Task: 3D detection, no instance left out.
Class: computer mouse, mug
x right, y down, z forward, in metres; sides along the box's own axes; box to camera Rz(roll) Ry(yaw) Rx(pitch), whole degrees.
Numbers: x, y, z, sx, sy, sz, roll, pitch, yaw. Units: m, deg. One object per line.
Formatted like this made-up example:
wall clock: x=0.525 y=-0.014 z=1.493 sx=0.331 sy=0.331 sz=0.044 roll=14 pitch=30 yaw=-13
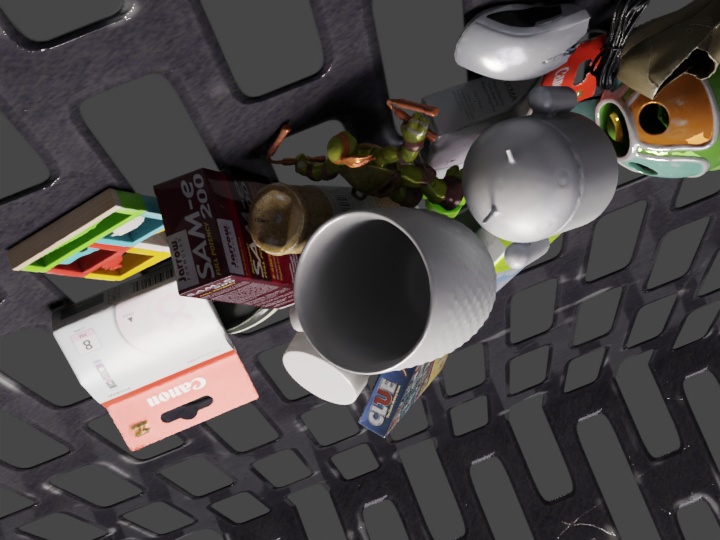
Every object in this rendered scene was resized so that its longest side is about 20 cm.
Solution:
computer mouse: x=0.171 y=-0.198 z=1.505 sx=0.200 sy=0.044 sz=0.110 roll=-11 pitch=143 yaw=-33
mug: x=0.025 y=0.021 z=1.577 sx=0.200 sy=0.148 sz=0.175 roll=-19 pitch=174 yaw=31

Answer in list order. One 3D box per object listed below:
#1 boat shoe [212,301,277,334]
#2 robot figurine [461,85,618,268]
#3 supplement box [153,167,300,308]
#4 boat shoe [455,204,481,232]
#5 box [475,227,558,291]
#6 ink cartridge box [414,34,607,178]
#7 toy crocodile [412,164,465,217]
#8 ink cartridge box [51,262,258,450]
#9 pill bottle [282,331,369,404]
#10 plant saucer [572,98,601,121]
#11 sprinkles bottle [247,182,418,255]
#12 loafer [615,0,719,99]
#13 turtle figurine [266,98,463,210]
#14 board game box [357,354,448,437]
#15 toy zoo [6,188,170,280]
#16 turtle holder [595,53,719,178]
boat shoe: x=-0.102 y=0.000 z=1.799 sx=0.200 sy=0.072 sz=0.068 roll=-39 pitch=164 yaw=28
robot figurine: x=0.165 y=-0.087 z=1.562 sx=0.113 sy=0.170 sz=0.200 roll=11 pitch=-167 yaw=27
supplement box: x=-0.111 y=-0.028 z=1.613 sx=0.061 sy=0.109 sz=0.200 roll=-20 pitch=168 yaw=23
boat shoe: x=0.129 y=-0.059 z=1.983 sx=0.200 sy=0.073 sz=0.062 roll=-22 pitch=-150 yaw=-25
box: x=0.151 y=-0.014 z=1.913 sx=0.200 sy=0.048 sz=0.122 roll=-45 pitch=164 yaw=24
ink cartridge box: x=0.152 y=-0.151 z=1.653 sx=0.199 sy=0.057 sz=0.163 roll=-16 pitch=164 yaw=-6
toy crocodile: x=0.130 y=-0.092 z=1.779 sx=0.199 sy=0.062 sz=0.068 roll=5 pitch=145 yaw=-11
ink cartridge box: x=-0.214 y=0.100 z=1.809 sx=0.162 sy=0.200 sz=0.057 roll=-23 pitch=-154 yaw=2
pill bottle: x=0.003 y=0.037 z=1.811 sx=0.200 sy=0.119 sz=0.120 roll=-57 pitch=-178 yaw=-27
plant saucer: x=0.205 y=-0.125 z=1.867 sx=0.200 sy=0.036 sz=0.200 roll=-21 pitch=165 yaw=-6
sprinkles bottle: x=-0.022 y=-0.049 z=1.621 sx=0.068 sy=0.068 sz=0.200 roll=-31 pitch=163 yaw=31
loafer: x=0.329 y=-0.222 z=1.617 sx=0.200 sy=0.068 sz=0.076 roll=-28 pitch=166 yaw=-7
turtle figurine: x=0.026 y=-0.094 z=1.538 sx=0.200 sy=0.065 sz=0.161 roll=-16 pitch=156 yaw=39
board game box: x=0.067 y=0.078 z=1.789 sx=0.136 sy=0.035 sz=0.200 roll=-67 pitch=169 yaw=24
toy zoo: x=-0.225 y=-0.030 z=1.620 sx=0.131 sy=0.021 sz=0.200 roll=-28 pitch=163 yaw=23
turtle holder: x=0.304 y=-0.164 z=1.717 sx=0.131 sy=0.141 sz=0.186 roll=-18 pitch=-151 yaw=-15
